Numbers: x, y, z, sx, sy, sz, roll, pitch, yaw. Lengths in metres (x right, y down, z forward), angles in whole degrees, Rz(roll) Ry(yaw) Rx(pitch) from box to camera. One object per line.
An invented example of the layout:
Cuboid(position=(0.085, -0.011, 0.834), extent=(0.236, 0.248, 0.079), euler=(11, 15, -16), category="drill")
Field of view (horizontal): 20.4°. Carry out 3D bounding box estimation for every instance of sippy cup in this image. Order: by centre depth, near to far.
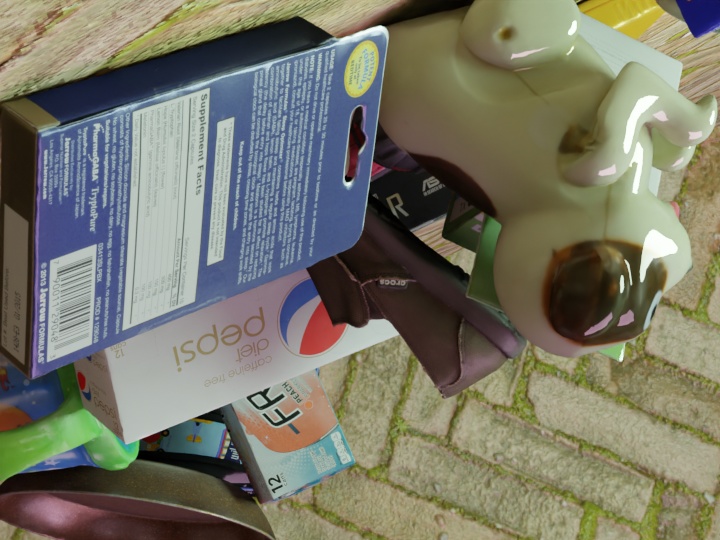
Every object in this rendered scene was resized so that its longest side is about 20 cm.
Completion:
Cuboid(position=(-0.220, 0.071, 1.258), extent=(0.129, 0.141, 0.178), euler=(-15, 167, 4), category="sippy cup")

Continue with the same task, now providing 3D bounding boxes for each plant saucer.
Cuboid(position=(-0.152, 0.160, 1.353), extent=(0.198, 0.035, 0.200), euler=(7, 161, 3), category="plant saucer")

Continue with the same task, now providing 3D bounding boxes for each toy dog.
Cuboid(position=(0.095, -0.055, 1.032), extent=(0.193, 0.201, 0.140), euler=(-25, 175, -16), category="toy dog")

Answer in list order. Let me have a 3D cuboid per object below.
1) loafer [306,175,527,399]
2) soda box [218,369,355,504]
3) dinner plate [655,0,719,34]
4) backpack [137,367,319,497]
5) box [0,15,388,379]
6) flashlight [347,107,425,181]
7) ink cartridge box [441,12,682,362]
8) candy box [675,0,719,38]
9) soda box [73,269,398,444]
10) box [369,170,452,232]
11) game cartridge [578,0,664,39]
Cuboid(position=(0.000, 0.000, 1.126), extent=(0.071, 0.200, 0.073), euler=(-51, 178, 6), category="loafer")
Cuboid(position=(-0.075, 0.053, 1.333), extent=(0.063, 0.201, 0.068), euler=(-23, 176, -14), category="soda box")
Cuboid(position=(0.273, -0.181, 1.195), extent=(0.198, 0.024, 0.201), euler=(-5, -154, 3), category="dinner plate")
Cuboid(position=(-0.134, 0.075, 1.455), extent=(0.198, 0.185, 0.134), euler=(-1, -176, -16), category="backpack")
Cuboid(position=(-0.072, -0.039, 0.890), extent=(0.199, 0.032, 0.122), euler=(-21, 131, -39), category="box")
Cuboid(position=(-0.002, -0.074, 1.194), extent=(0.068, 0.067, 0.200), euler=(-60, -165, -22), category="flashlight")
Cuboid(position=(0.112, -0.047, 1.150), extent=(0.103, 0.202, 0.059), euler=(24, 154, -18), category="ink cartridge box")
Cuboid(position=(0.277, -0.210, 1.061), extent=(0.199, 0.078, 0.169), euler=(-25, 177, -31), category="candy box")
Cuboid(position=(-0.070, 0.030, 1.186), extent=(0.199, 0.069, 0.064), euler=(-21, -154, -25), category="soda box")
Cuboid(position=(0.049, -0.056, 1.426), extent=(0.159, 0.044, 0.200), euler=(-26, 180, 30), category="box")
Cuboid(position=(0.100, -0.130, 1.344), extent=(0.199, 0.033, 0.176), euler=(-28, 176, -13), category="game cartridge")
